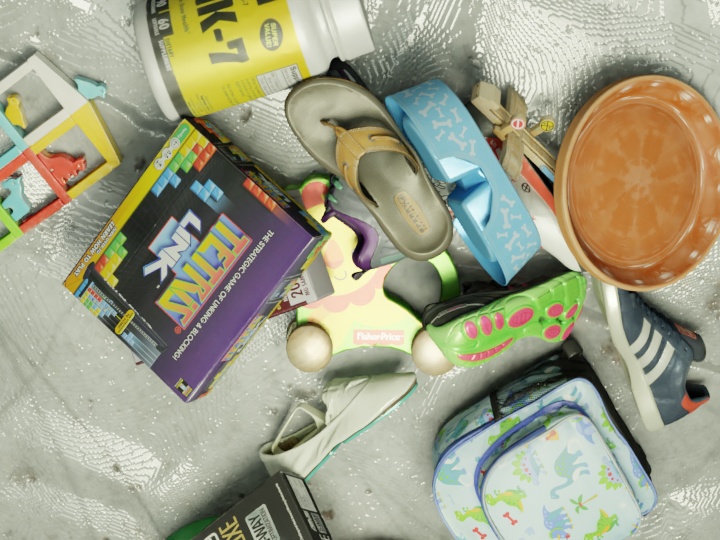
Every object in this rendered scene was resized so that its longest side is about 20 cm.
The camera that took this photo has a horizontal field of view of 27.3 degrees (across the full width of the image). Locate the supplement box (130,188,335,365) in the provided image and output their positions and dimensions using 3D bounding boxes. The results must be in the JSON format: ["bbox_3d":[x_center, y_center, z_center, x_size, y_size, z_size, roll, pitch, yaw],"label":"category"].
[{"bbox_3d":[-0.137,0.007,1.408,0.199,0.061,0.110,-21,90,19],"label":"supplement box"}]

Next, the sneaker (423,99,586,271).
[{"bbox_3d":[0.130,-0.059,1.420,0.108,0.067,0.202,-35,103,12],"label":"sneaker"}]

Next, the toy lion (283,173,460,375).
[{"bbox_3d":[0.000,0.000,1.447,0.198,0.069,0.194,2,102,-2],"label":"toy lion"}]

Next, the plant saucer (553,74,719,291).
[{"bbox_3d":[0.264,-0.082,1.393,0.199,0.032,0.202,-4,99,-28],"label":"plant saucer"}]

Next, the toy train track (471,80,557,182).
[{"bbox_3d":[0.180,-0.110,1.384,0.032,0.115,0.200,-29,124,34],"label":"toy train track"}]

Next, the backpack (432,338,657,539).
[{"bbox_3d":[0.173,0.204,1.471,0.199,0.147,0.184,-29,105,12],"label":"backpack"}]

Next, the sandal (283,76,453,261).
[{"bbox_3d":[0.011,-0.090,1.322,0.081,0.055,0.201,-35,97,6],"label":"sandal"}]

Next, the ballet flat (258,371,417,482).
[{"bbox_3d":[-0.030,0.150,1.484,0.069,0.070,0.200,41,117,-14],"label":"ballet flat"}]

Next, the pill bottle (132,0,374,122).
[{"bbox_3d":[-0.094,-0.215,1.336,0.198,0.114,0.115,-17,109,5],"label":"pill bottle"}]

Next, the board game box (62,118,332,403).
[{"bbox_3d":[-0.150,-0.009,1.350,0.165,0.057,0.200,41,105,12],"label":"board game box"}]

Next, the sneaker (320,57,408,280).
[{"bbox_3d":[-0.010,-0.094,1.375,0.087,0.074,0.201,-25,91,-11],"label":"sneaker"}]

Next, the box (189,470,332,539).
[{"bbox_3d":[-0.085,0.322,1.440,0.157,0.201,0.050,-38,149,16],"label":"box"}]

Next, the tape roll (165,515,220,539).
[{"bbox_3d":[-0.137,0.359,1.574,0.198,0.048,0.202,0,110,0],"label":"tape roll"}]

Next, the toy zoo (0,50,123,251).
[{"bbox_3d":[-0.320,-0.116,1.417,0.199,0.020,0.132,-34,107,11],"label":"toy zoo"}]

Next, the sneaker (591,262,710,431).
[{"bbox_3d":[0.290,0.061,1.463,0.084,0.075,0.201,-21,118,8],"label":"sneaker"}]

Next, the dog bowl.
[{"bbox_3d":[0.095,-0.083,1.328,0.049,0.111,0.201,-34,101,-5],"label":"dog bowl"}]

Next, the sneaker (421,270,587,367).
[{"bbox_3d":[0.141,0.032,1.419,0.199,0.084,0.077,-11,124,-39],"label":"sneaker"}]
